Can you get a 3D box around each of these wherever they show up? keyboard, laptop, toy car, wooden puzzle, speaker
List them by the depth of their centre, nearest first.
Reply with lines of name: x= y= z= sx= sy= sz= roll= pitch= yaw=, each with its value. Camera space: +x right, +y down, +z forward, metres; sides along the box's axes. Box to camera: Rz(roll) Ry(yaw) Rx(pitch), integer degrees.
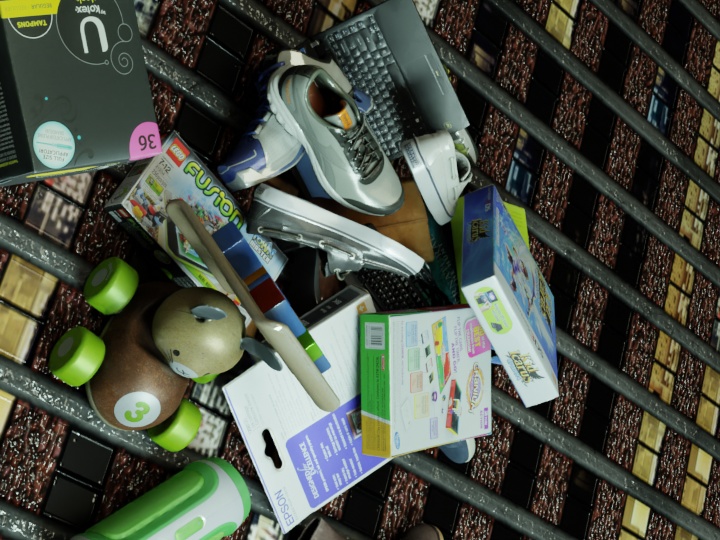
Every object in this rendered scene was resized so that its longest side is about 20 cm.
toy car: x=-0.169 y=0.077 z=1.443 sx=0.164 sy=0.199 sz=0.158 roll=40 pitch=59 yaw=-33
wooden puzzle: x=-0.095 y=0.028 z=1.447 sx=0.046 sy=0.200 sz=0.185 roll=-38 pitch=145 yaw=-5
speaker: x=-0.202 y=0.260 z=1.465 sx=0.200 sy=0.088 sz=0.089 roll=-29 pitch=105 yaw=-42
keyboard: x=0.055 y=0.028 z=1.682 sx=0.200 sy=0.040 sz=0.104 roll=54 pitch=53 yaw=-27
laptop: x=0.001 y=-0.191 z=1.710 sx=0.178 sy=0.199 sz=0.103 roll=63 pitch=12 yaw=-18

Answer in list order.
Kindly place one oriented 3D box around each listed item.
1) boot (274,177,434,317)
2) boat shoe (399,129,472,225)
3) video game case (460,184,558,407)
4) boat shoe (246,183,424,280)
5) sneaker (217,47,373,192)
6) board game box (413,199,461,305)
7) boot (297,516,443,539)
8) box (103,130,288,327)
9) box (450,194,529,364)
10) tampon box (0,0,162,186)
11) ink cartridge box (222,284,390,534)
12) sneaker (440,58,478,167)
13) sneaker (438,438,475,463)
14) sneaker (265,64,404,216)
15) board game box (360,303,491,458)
boot: x=0.000 y=0.000 z=1.702 sx=0.199 sy=0.068 sz=0.189 roll=-13 pitch=88 yaw=-39
boat shoe: x=0.096 y=-0.113 z=1.729 sx=0.200 sy=0.065 sz=0.072 roll=55 pitch=11 yaw=-66
video game case: x=0.174 y=0.026 z=1.724 sx=0.182 sy=0.045 sz=0.200 roll=60 pitch=20 yaw=-28
boat shoe: x=-0.030 y=-0.026 z=1.593 sx=0.199 sy=0.070 sz=0.067 roll=24 pitch=89 yaw=-18
sneaker: x=-0.090 y=-0.177 z=1.632 sx=0.199 sy=0.080 sz=0.115 roll=-38 pitch=103 yaw=-25
board game box: x=0.075 y=0.033 z=1.803 sx=0.135 sy=0.028 sz=0.201 roll=-39 pitch=111 yaw=-40
boot: x=0.004 y=0.326 z=1.663 sx=0.167 sy=0.072 sz=0.200 roll=53 pitch=56 yaw=-28
box: x=-0.170 y=-0.038 z=1.572 sx=0.200 sy=0.035 sz=0.110 roll=49 pitch=54 yaw=-28
box: x=0.168 y=0.013 z=1.856 sx=0.122 sy=0.047 sz=0.201 roll=13 pitch=68 yaw=-53
tampon box: x=-0.297 y=-0.189 z=1.407 sx=0.149 sy=0.126 sz=0.201 roll=-15 pitch=95 yaw=-43
ink cartridge box: x=-0.046 y=0.149 z=1.611 sx=0.200 sy=0.043 sz=0.199 roll=-32 pitch=118 yaw=-25
sneaker: x=0.092 y=-0.212 z=1.820 sx=0.200 sy=0.074 sz=0.085 roll=53 pitch=52 yaw=-25
sneaker: x=0.054 y=0.169 z=1.741 sx=0.200 sy=0.075 sz=0.085 roll=51 pitch=60 yaw=-20
sneaker: x=-0.019 y=-0.136 z=1.580 sx=0.200 sy=0.079 sz=0.074 roll=50 pitch=64 yaw=-21
board game box: x=0.076 y=0.118 z=1.650 sx=0.200 sy=0.040 sz=0.154 roll=-3 pitch=93 yaw=-52
